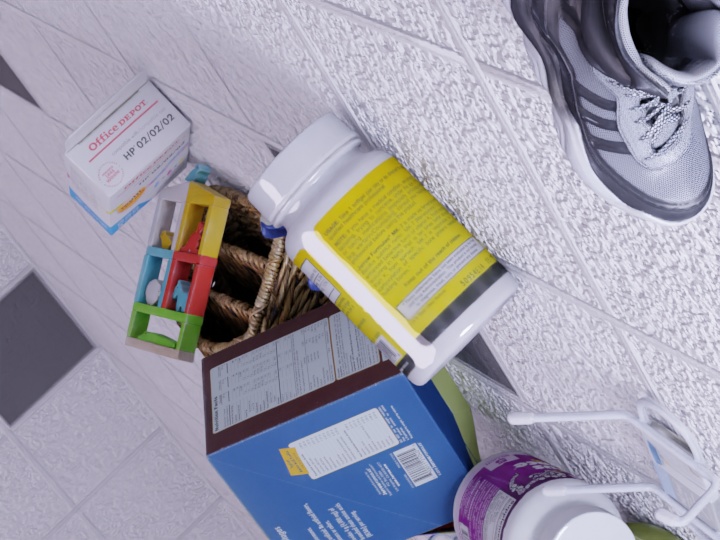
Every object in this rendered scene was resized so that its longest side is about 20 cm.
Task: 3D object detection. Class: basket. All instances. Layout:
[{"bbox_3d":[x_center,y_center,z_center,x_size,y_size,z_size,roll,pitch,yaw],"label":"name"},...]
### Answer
[{"bbox_3d":[-0.123,0.020,1.948,0.149,0.143,0.200,53,165,-29],"label":"basket"}]

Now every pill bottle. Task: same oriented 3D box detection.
[{"bbox_3d":[0.015,-0.019,1.481,0.200,0.114,0.114,45,167,5],"label":"pill bottle"},{"bbox_3d":[0.163,0.228,1.672,0.112,0.112,0.200,50,170,-16],"label":"pill bottle"}]

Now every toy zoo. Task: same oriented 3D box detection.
[{"bbox_3d":[-0.186,-0.012,1.982,0.020,0.201,0.131,14,178,-32],"label":"toy zoo"}]

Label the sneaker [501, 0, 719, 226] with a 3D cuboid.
[{"bbox_3d":[0.145,-0.091,0.953,0.114,0.075,0.200,30,156,57],"label":"sneaker"}]

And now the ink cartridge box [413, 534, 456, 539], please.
[{"bbox_3d":[0.095,0.258,2.098,0.146,0.085,0.200,27,158,54],"label":"ink cartridge box"}]

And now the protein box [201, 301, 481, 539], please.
[{"bbox_3d":[-0.015,0.151,1.795,0.199,0.199,0.135,57,-164,-37],"label":"protein box"}]

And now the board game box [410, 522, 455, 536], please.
[{"bbox_3d":[0.117,0.231,1.878,0.200,0.157,0.039,111,153,-83],"label":"board game box"}]

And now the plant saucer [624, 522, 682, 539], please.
[{"bbox_3d":[0.295,0.289,1.691,0.200,0.031,0.200,44,167,13],"label":"plant saucer"}]

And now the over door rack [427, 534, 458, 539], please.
[{"bbox_3d":[0.153,0.335,1.851,0.200,0.067,0.148,46,161,-9],"label":"over door rack"}]

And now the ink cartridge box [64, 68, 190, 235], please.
[{"bbox_3d":[-0.236,-0.118,1.956,0.068,0.115,0.200,45,167,5],"label":"ink cartridge box"}]

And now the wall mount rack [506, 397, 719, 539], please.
[{"bbox_3d":[0.211,0.165,1.496,0.174,0.075,0.200,36,162,38],"label":"wall mount rack"}]

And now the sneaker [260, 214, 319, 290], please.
[{"bbox_3d":[0.000,0.000,1.638,0.200,0.088,0.075,43,164,9],"label":"sneaker"}]
